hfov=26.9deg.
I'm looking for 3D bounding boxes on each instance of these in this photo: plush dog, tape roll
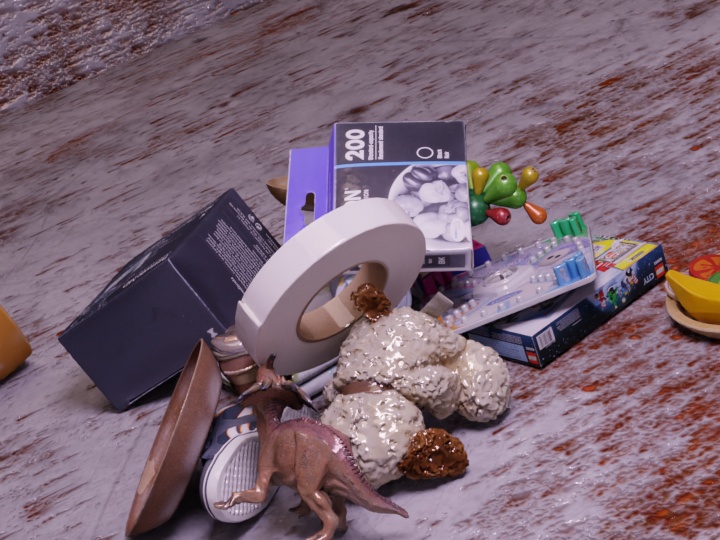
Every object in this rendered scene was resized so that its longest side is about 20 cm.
[{"bbox_3d":[0.022,0.124,1.404,0.198,0.161,0.173,-7,48,28],"label":"plush dog"},{"bbox_3d":[-0.027,0.017,1.418,0.202,0.203,0.037,-29,63,-23],"label":"tape roll"}]

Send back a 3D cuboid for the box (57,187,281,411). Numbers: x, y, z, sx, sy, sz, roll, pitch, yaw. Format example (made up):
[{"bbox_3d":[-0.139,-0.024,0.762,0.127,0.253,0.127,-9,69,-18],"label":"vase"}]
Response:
[{"bbox_3d":[-0.213,0.031,1.750,0.196,0.118,0.200,-33,13,29],"label":"box"}]

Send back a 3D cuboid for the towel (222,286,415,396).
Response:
[{"bbox_3d":[-0.056,0.081,1.676,0.199,0.049,0.171,-30,27,-24],"label":"towel"}]

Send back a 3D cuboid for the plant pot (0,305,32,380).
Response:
[{"bbox_3d":[-0.548,0.094,1.894,0.183,0.201,0.200,-45,30,-19],"label":"plant pot"}]

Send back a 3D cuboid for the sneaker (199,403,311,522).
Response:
[{"bbox_3d":[-0.118,0.182,1.448,0.079,0.079,0.200,-4,15,23],"label":"sneaker"}]

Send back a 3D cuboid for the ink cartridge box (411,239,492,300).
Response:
[{"bbox_3d":[0.089,-0.009,1.781,0.094,0.037,0.200,-25,24,-13],"label":"ink cartridge box"}]

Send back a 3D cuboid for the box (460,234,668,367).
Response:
[{"bbox_3d":[0.208,0.026,1.585,0.199,0.038,0.136,-32,23,-28],"label":"box"}]

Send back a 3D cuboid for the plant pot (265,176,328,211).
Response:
[{"bbox_3d":[-0.009,-0.087,1.719,0.198,0.028,0.200,2,9,0],"label":"plant pot"}]

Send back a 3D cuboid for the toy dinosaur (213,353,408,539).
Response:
[{"bbox_3d":[-0.048,0.157,1.321,0.199,0.137,0.086,16,8,37],"label":"toy dinosaur"}]

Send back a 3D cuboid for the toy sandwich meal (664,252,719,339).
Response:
[{"bbox_3d":[0.388,-0.003,1.458,0.203,0.071,0.205,-17,22,7],"label":"toy sandwich meal"}]

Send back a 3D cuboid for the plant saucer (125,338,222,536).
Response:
[{"bbox_3d":[-0.175,0.166,1.453,0.036,0.202,0.201,22,22,-8],"label":"plant saucer"}]

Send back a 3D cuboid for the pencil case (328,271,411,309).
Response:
[{"bbox_3d":[0.000,0.000,1.640,0.082,0.091,0.200,-19,24,-2],"label":"pencil case"}]

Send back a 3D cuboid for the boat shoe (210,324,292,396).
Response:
[{"bbox_3d":[-0.101,0.087,1.549,0.075,0.072,0.200,-15,4,16],"label":"boat shoe"}]

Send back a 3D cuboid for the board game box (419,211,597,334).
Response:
[{"bbox_3d":[0.148,0.006,1.586,0.199,0.026,0.200,-23,13,12],"label":"board game box"}]

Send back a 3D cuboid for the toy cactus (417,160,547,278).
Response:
[{"bbox_3d":[0.115,-0.052,1.675,0.165,0.102,0.200,-45,16,-17],"label":"toy cactus"}]

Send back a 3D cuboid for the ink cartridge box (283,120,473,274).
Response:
[{"bbox_3d":[0.016,-0.078,1.583,0.198,0.044,0.199,-3,47,3],"label":"ink cartridge box"}]
